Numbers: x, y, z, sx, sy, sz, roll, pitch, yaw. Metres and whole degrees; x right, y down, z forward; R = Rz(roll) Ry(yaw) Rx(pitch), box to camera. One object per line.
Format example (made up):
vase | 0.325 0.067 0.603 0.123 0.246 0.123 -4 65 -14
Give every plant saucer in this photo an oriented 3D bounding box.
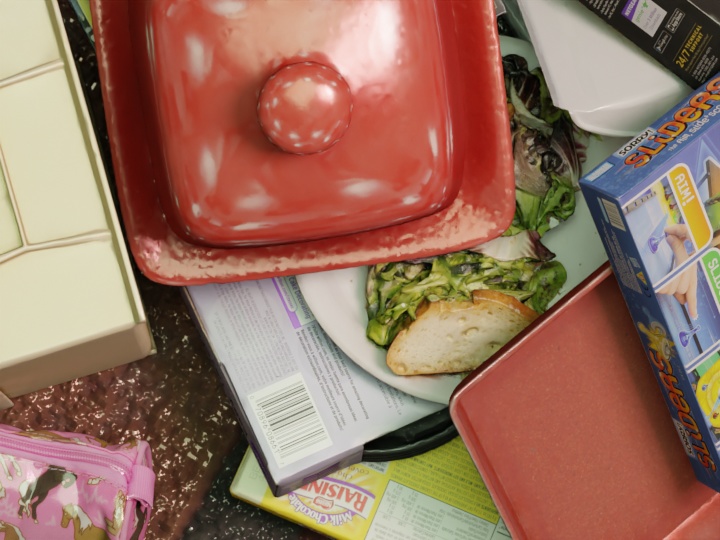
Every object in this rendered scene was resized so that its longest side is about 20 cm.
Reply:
plant saucer | 0.143 0.076 1.493 0.200 0.037 0.200 -39 125 -18

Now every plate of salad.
plate of salad | 0.061 -0.030 1.497 0.200 0.048 0.200 1 77 -4

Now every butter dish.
butter dish | -0.028 -0.087 1.392 0.199 0.148 0.200 -7 101 0

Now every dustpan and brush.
dustpan and brush | 0.176 -0.123 1.525 0.200 0.057 0.140 -6 52 -13

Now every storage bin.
storage bin | -0.175 -0.042 1.479 0.094 0.200 0.199 -16 84 -3

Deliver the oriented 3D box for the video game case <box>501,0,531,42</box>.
video game case | 0.181 -0.145 1.583 0.182 0.024 0.200 -33 86 -3

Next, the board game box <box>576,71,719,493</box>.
board game box | 0.198 0.000 1.458 0.135 0.034 0.200 -36 124 -19

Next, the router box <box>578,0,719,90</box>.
router box | 0.175 -0.204 1.503 0.157 0.052 0.200 39 55 8

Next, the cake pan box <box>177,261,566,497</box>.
cake pan box | 0.000 0.000 1.535 0.184 0.052 0.200 -25 79 -7

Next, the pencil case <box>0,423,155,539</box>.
pencil case | -0.204 0.110 1.516 0.200 0.087 0.083 12 89 3

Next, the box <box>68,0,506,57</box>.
box | -0.044 -0.152 1.479 0.200 0.038 0.137 -25 110 0

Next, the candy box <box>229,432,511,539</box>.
candy box | 0.041 0.112 1.551 0.200 0.026 0.102 24 82 2
